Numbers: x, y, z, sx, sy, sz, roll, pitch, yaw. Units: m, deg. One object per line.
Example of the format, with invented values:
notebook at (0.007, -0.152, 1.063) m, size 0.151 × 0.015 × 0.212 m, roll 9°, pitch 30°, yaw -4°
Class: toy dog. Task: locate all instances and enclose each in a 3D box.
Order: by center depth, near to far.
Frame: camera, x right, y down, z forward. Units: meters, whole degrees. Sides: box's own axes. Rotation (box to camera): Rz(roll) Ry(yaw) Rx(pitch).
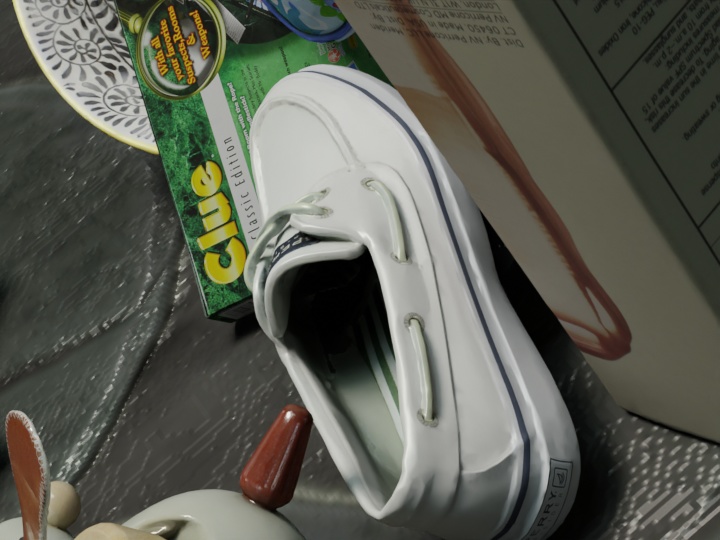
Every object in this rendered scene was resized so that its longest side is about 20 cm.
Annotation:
toy dog at (-0.065, 0.080, 0.687) m, size 0.199 × 0.132 × 0.097 m, roll 12°, pitch 79°, yaw 40°

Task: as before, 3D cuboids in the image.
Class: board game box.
board game box at (-0.039, -0.093, 0.846) m, size 0.104 × 0.023 × 0.202 m, roll -23°, pitch 74°, yaw 21°

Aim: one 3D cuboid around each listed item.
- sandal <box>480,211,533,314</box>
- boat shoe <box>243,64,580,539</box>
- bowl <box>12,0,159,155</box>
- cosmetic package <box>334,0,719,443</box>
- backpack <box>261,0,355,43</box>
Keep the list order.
sandal at (0.048, -0.049, 0.729) m, size 0.075 × 0.045 × 0.201 m, roll 28°, pitch 91°, yaw 57°
boat shoe at (0.000, 0.000, 0.700) m, size 0.074 × 0.066 × 0.200 m, roll -61°, pitch 40°, yaw 26°
bowl at (-0.036, -0.139, 0.916) m, size 0.199 × 0.094 × 0.203 m, roll -3°, pitch 84°, yaw 28°
cosmetic package at (0.080, -0.054, 0.621) m, size 0.103 × 0.200 × 0.087 m, roll -48°, pitch 32°, yaw -20°
backpack at (0.002, -0.167, 0.732) m, size 0.163 × 0.200 × 0.154 m, roll 41°, pitch 86°, yaw 18°
